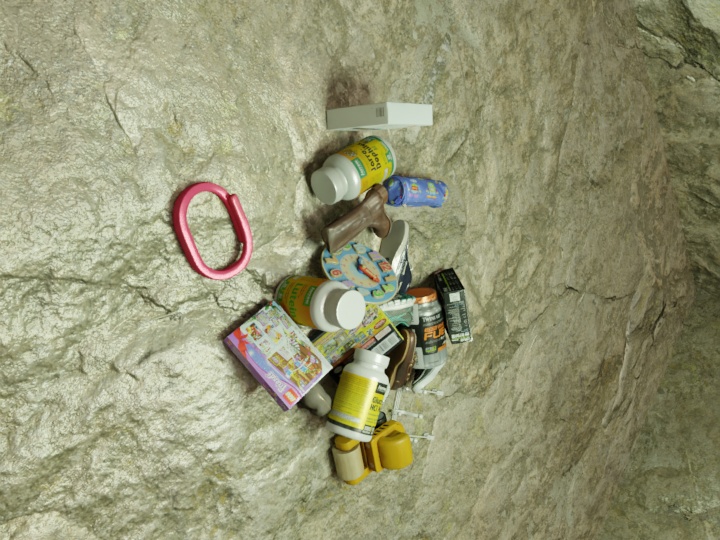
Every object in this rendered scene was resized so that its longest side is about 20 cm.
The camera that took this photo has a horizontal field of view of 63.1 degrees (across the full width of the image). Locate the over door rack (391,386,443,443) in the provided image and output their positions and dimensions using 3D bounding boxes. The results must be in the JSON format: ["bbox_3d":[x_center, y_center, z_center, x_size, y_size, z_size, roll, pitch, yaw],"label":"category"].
[{"bbox_3d":[0.166,0.406,1.660,0.200,0.067,0.148,16,84,-44],"label":"over door rack"}]

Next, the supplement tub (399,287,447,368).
[{"bbox_3d":[0.167,0.155,1.591,0.122,0.122,0.201,-21,109,-41],"label":"supplement tub"}]

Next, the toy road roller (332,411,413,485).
[{"bbox_3d":[0.041,0.456,1.488,0.200,0.146,0.123,-25,111,-40],"label":"toy road roller"}]

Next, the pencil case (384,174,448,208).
[{"bbox_3d":[0.149,-0.205,1.558,0.200,0.078,0.087,-3,68,-44],"label":"pencil case"}]

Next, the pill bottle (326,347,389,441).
[{"bbox_3d":[0.000,0.290,1.381,0.112,0.112,0.201,26,78,-43],"label":"pill bottle"}]

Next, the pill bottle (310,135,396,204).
[{"bbox_3d":[-0.018,-0.232,1.370,0.200,0.113,0.113,-35,118,-35],"label":"pill bottle"}]

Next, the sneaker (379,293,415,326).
[{"bbox_3d":[0.052,0.119,1.481,0.199,0.078,0.092,-9,104,-20],"label":"sneaker"}]

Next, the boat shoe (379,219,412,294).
[{"bbox_3d":[0.101,-0.029,1.544,0.093,0.075,0.201,17,92,-45],"label":"boat shoe"}]

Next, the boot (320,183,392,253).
[{"bbox_3d":[-0.013,-0.088,1.389,0.200,0.064,0.187,-45,149,-24],"label":"boot"}]

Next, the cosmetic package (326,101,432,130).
[{"bbox_3d":[0.042,-0.353,1.352,0.151,0.200,0.052,-14,106,-42],"label":"cosmetic package"}]

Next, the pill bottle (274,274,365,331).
[{"bbox_3d":[-0.088,0.073,1.277,0.111,0.200,0.111,-6,99,-44],"label":"pill bottle"}]

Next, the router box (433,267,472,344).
[{"bbox_3d":[0.255,0.095,1.630,0.062,0.200,0.150,-11,107,3],"label":"router box"}]

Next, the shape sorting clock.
[{"bbox_3d":[0.000,0.000,1.385,0.200,0.200,0.039,-6,141,-44],"label":"shape sorting clock"}]

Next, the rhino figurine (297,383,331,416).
[{"bbox_3d":[-0.131,0.260,1.337,0.060,0.087,0.200,-50,126,-29],"label":"rhino figurine"}]

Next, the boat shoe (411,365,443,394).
[{"bbox_3d":[0.177,0.280,1.629,0.057,0.069,0.200,48,27,7],"label":"boat shoe"}]

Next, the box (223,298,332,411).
[{"bbox_3d":[-0.174,0.179,1.254,0.200,0.039,0.137,50,57,0],"label":"box"}]

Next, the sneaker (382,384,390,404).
[{"bbox_3d":[0.003,0.322,1.488,0.090,0.078,0.200,51,46,-9],"label":"sneaker"}]

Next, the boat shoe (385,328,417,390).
[{"bbox_3d":[0.111,0.232,1.542,0.070,0.070,0.200,1,128,-24],"label":"boat shoe"}]

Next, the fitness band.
[{"bbox_3d":[-0.294,-0.079,1.176,0.143,0.037,0.201,-33,116,-34],"label":"fitness band"}]

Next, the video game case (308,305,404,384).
[{"bbox_3d":[-0.014,0.172,1.426,0.200,0.026,0.181,-39,125,-3],"label":"video game case"}]
